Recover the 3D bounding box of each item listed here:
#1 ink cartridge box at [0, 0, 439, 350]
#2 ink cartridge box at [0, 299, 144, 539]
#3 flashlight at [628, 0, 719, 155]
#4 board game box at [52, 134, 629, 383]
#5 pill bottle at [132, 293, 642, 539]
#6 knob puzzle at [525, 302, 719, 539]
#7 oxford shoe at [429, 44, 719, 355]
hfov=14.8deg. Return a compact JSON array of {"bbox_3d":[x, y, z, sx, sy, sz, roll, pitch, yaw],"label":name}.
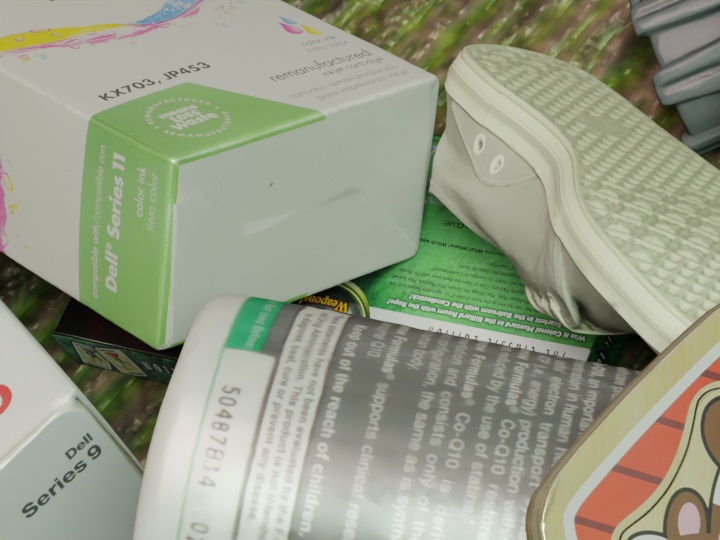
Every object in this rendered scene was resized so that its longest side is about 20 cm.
[{"bbox_3d":[-0.085,-0.056,0.914,0.117,0.068,0.199,-20,36,-40],"label":"ink cartridge box"},{"bbox_3d":[-0.178,0.055,0.930,0.146,0.084,0.200,-41,49,-6],"label":"ink cartridge box"},{"bbox_3d":[0.187,-0.094,0.874,0.199,0.068,0.068,-23,23,14],"label":"flashlight"},{"bbox_3d":[0.000,0.000,0.923,0.199,0.024,0.105,11,61,33],"label":"board game box"},{"bbox_3d":[0.044,0.078,0.753,0.198,0.113,0.114,10,60,6],"label":"pill bottle"},{"bbox_3d":[0.135,0.084,0.681,0.221,0.219,0.030,-61,12,-21],"label":"knob puzzle"},{"bbox_3d":[0.074,-0.007,0.816,0.200,0.075,0.058,50,127,57],"label":"oxford shoe"}]
